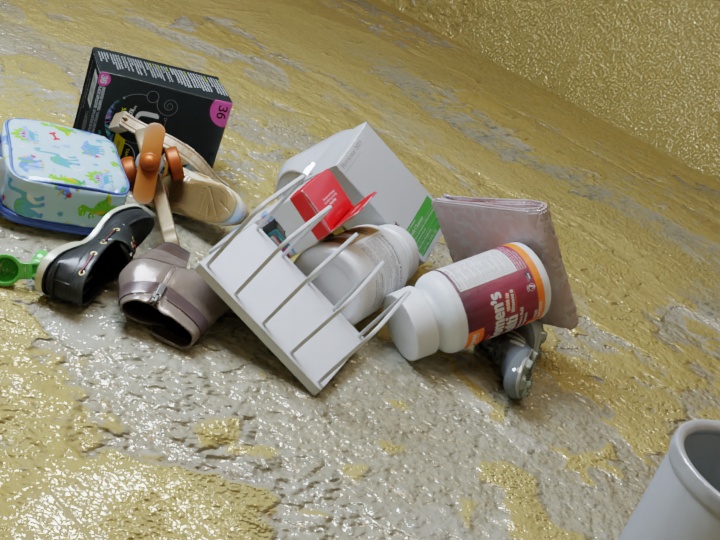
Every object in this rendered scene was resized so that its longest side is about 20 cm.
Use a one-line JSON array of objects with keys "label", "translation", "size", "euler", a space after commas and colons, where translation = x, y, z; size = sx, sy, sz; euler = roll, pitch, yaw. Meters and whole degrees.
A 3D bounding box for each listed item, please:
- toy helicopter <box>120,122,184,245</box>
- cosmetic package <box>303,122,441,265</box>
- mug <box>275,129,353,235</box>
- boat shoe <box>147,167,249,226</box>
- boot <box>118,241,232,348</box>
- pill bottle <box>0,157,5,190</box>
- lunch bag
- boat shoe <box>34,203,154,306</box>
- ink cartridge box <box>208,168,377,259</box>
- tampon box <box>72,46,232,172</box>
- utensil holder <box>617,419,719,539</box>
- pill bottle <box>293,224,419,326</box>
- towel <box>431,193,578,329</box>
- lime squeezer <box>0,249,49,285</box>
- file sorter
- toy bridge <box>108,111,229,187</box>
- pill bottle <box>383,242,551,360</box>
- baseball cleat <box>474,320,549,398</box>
[{"label": "toy helicopter", "translation": [-0.261, -0.100, 1.307], "size": [0.079, 0.132, 0.200], "euler": [-14, 66, -11]}, {"label": "cosmetic package", "translation": [0.025, -0.103, 1.471], "size": [0.200, 0.085, 0.108], "euler": [46, 52, -21]}, {"label": "mug", "translation": [-0.036, -0.125, 1.549], "size": [0.186, 0.150, 0.153], "euler": [27, 32, 29]}, {"label": "boat shoe", "translation": [-0.244, -0.106, 1.428], "size": [0.200, 0.074, 0.069], "euler": [25, 0, 28]}, {"label": "boot", "translation": [-0.186, 0.040, 1.178], "size": [0.200, 0.070, 0.146], "euler": [21, 32, -7]}, {"label": "pill bottle", "translation": [-0.529, -0.129, 1.176], "size": [0.200, 0.111, 0.111], "euler": [20, 24, -4]}, {"label": "lunch bag", "translation": [-0.396, -0.124, 1.312], "size": [0.161, 0.083, 0.200], "euler": [9, 27, -28]}, {"label": "boat shoe", "translation": [-0.297, -0.018, 1.182], "size": [0.063, 0.074, 0.201], "euler": [21, 30, 11]}, {"label": "ink cartridge box", "translation": [-0.085, -0.063, 1.299], "size": [0.067, 0.200, 0.116], "euler": [56, 23, -9]}, {"label": "tampon box", "translation": [-0.316, -0.228, 1.512], "size": [0.200, 0.150, 0.126], "euler": [10, 25, -24]}, {"label": "utensil holder", "translation": [0.329, 0.269, 0.943], "size": [0.170, 0.200, 0.170], "euler": [18, 25, -9]}, {"label": "pill bottle", "translation": [0.000, 0.000, 1.340], "size": [0.114, 0.114, 0.200], "euler": [29, 25, 17]}, {"label": "towel", "translation": [0.204, -0.016, 1.402], "size": [0.191, 0.200, 0.032], "euler": [12, 44, 44]}, {"label": "lime squeezer", "translation": [-0.393, -0.011, 1.132], "size": [0.071, 0.038, 0.200], "euler": [36, 28, 29]}, {"label": "file sorter", "translation": [-0.058, 0.011, 1.164], "size": [0.200, 0.125, 0.139], "euler": [47, 32, -1]}, {"label": "toy bridge", "translation": [-0.264, -0.164, 1.449], "size": [0.200, 0.027, 0.067], "euler": [35, -21, -32]}, {"label": "pill bottle", "translation": [0.138, 0.042, 1.306], "size": [0.200, 0.110, 0.110], "euler": [-20, 41, -21]}, {"label": "baseball cleat", "translation": [0.192, 0.113, 1.344], "size": [0.106, 0.070, 0.200], "euler": [13, 17, 14]}]
